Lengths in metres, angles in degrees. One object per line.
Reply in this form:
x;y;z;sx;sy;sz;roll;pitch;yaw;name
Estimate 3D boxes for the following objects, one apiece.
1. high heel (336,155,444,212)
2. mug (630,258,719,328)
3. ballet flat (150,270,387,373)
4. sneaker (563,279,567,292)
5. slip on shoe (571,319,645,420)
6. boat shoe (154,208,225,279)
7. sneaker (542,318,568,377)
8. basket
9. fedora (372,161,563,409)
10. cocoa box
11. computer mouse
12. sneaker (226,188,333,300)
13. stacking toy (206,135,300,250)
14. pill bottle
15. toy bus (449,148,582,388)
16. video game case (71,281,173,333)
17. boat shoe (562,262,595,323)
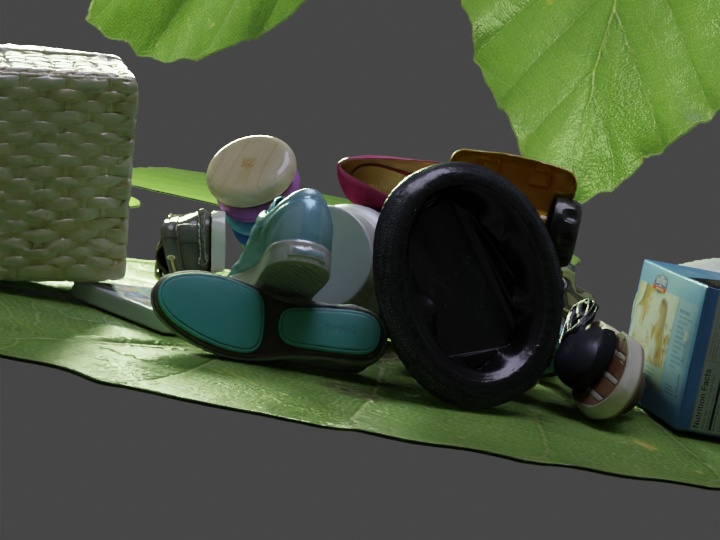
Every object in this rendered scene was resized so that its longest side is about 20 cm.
0.078;-0.078;1.735;0.199;0.068;0.096;10;-13;22;high heel
0.362;0.070;1.886;0.174;0.149;0.200;4;-24;-9;mug
-0.078;0.050;1.519;0.199;0.068;0.064;11;-22;-13;ballet flat
0.117;-0.007;1.914;0.199;0.112;0.073;17;37;-15;sneaker
0.222;0.096;1.625;0.061;0.076;0.200;42;3;-7;slip on shoe
-0.163;-0.015;1.745;0.060;0.073;0.202;0;-11;-10;boat shoe
0.180;0.063;1.818;0.091;0.078;0.200;14;6;-18;sneaker
-0.299;-0.093;1.652;0.199;0.200;0.161;2;12;-17;basket
0.072;0.015;1.530;0.199;0.202;0.091;9;-11;-28;fedora
0.328;0.074;1.684;0.130;0.134;0.200;10;5;-9;cocoa box
0.191;0.056;1.642;0.034;0.059;0.200;41;12;-6;computer mouse
-0.065;-0.015;1.562;0.074;0.082;0.200;17;-20;-20;sneaker
-0.081;-0.028;1.760;0.085;0.086;0.201;15;-38;29;stacking toy
0.000;0.000;1.733;0.112;0.114;0.200;14;-2;21;pill bottle
0.126;0.006;1.678;0.135;0.201;0.192;12;-3;11;toy bus
-0.137;0.038;1.660;0.199;0.018;0.143;6;8;-44;video game case
0.212;0.046;2.073;0.074;0.074;0.200;5;-19;23;boat shoe
